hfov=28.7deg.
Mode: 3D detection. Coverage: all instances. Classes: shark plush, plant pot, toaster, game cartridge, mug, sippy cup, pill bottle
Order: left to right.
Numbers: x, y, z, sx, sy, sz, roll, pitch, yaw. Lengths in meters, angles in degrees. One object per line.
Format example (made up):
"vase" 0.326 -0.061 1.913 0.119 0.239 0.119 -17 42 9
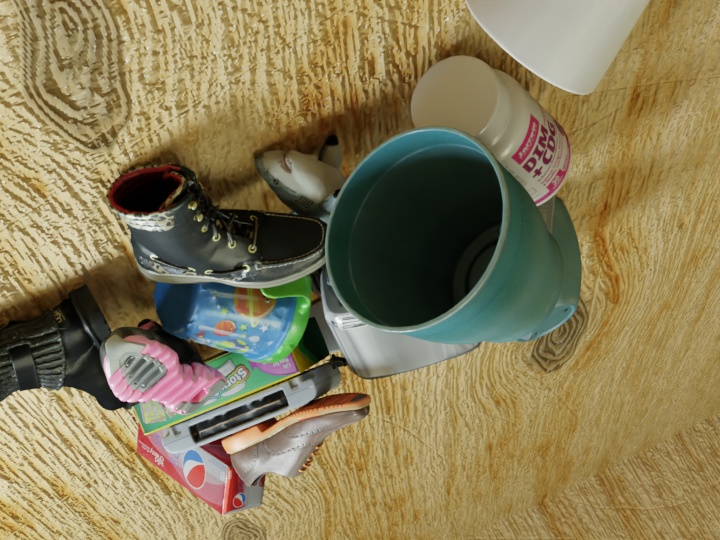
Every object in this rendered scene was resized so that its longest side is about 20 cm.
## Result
"sippy cup" -0.143 0.027 1.498 0.130 0.140 0.178 8 130 -38
"game cartridge" -0.123 0.160 1.660 0.200 0.042 0.133 -23 174 15
"shark plush" -0.048 -0.063 1.465 0.083 0.091 0.200 -12 152 3
"toaster" 0.037 0.040 1.590 0.200 0.114 0.129 -16 140 11
"plant pot" 0.100 -0.013 1.372 0.200 0.200 0.188 -37 145 20
"pill bottle" 0.135 -0.142 1.454 0.113 0.113 0.200 -35 153 16
"plant pot" 0.211 0.014 1.851 0.200 0.135 0.200 -23 157 -10
"mug" 0.194 -0.273 1.265 0.149 0.187 0.153 26 120 -23

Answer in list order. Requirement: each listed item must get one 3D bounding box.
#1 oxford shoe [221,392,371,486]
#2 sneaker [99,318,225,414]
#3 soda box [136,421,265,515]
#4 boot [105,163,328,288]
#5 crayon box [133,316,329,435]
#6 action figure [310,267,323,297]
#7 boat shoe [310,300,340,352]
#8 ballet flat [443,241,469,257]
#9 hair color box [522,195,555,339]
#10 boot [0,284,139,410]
"oxford shoe" -0.064 0.193 1.620 0.200 0.073 0.071 -23 178 30
"sneaker" -0.222 0.088 1.480 0.079 0.095 0.200 -37 154 6
"soda box" -0.202 0.230 1.763 0.063 0.200 0.070 -8 112 -41
"boot" -0.135 -0.044 1.356 0.203 0.074 0.154 -3 155 7
"crayon box" -0.151 0.122 1.663 0.200 0.058 0.173 -23 178 10
"action figure" 0.000 0.000 1.669 0.130 0.069 0.200 -14 152 0
"boat shoe" 0.008 0.054 1.793 0.200 0.069 0.057 -22 172 -1
"ballet flat" 0.109 -0.076 1.561 0.069 0.069 0.200 -43 -177 31
"hair color box" 0.186 -0.032 1.644 0.061 0.200 0.099 10 152 0
"boot" -0.332 0.110 1.499 0.158 0.079 0.211 -29 144 -12
